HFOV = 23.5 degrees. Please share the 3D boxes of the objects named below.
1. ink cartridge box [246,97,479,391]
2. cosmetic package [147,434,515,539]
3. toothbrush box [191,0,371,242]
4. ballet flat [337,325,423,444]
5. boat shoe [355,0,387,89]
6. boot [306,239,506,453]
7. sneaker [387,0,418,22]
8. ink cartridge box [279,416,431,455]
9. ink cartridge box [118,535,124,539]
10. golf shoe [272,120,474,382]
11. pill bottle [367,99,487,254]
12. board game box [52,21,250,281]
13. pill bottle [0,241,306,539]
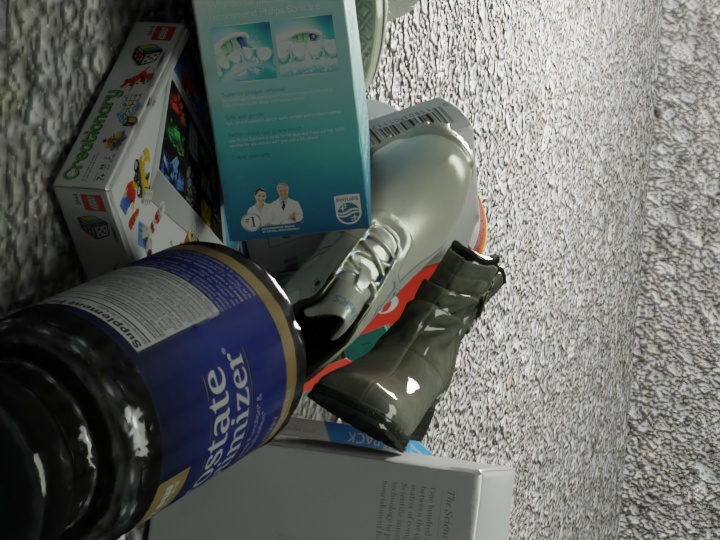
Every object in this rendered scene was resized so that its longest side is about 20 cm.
[{"bbox_3d":[0.000,0.000,1.135,0.057,0.161,0.202,-131,-154,-52],"label":"ink cartridge box"},{"bbox_3d":[-0.021,0.206,1.047,0.123,0.198,0.202,18,79,-73],"label":"cosmetic package"},{"bbox_3d":[-0.044,-0.140,0.970,0.147,0.084,0.202,-91,173,-63],"label":"toothbrush box"},{"bbox_3d":[0.014,0.108,1.379,0.070,0.069,0.202,-50,142,-62],"label":"ballet flat"},{"bbox_3d":[-0.011,-0.215,1.159,0.062,0.074,0.202,-33,122,-61],"label":"boat shoe"},{"bbox_3d":[0.035,0.037,1.071,0.131,0.067,0.200,-61,170,3],"label":"boot"},{"bbox_3d":[0.016,-0.267,1.234,0.076,0.081,0.201,-17,139,-29],"label":"sneaker"},{"bbox_3d":[-0.028,0.207,1.167,0.068,0.114,0.202,48,49,-66],"label":"ink cartridge box"},{"bbox_3d":[-0.170,0.222,0.822,0.176,0.044,0.202,-5,100,-74],"label":"ink cartridge box"},{"bbox_3d":[0.001,0.003,1.034,0.200,0.078,0.097,-50,-163,10],"label":"golf shoe"},{"bbox_3d":[0.023,-0.050,1.263,0.200,0.108,0.111,40,58,-70],"label":"pill bottle"},{"bbox_3d":[-0.108,-0.019,0.962,0.201,0.034,0.127,78,23,-46],"label":"board game box"},{"bbox_3d":[-0.118,0.062,0.803,0.200,0.111,0.113,-29,123,-57],"label":"pill bottle"}]
